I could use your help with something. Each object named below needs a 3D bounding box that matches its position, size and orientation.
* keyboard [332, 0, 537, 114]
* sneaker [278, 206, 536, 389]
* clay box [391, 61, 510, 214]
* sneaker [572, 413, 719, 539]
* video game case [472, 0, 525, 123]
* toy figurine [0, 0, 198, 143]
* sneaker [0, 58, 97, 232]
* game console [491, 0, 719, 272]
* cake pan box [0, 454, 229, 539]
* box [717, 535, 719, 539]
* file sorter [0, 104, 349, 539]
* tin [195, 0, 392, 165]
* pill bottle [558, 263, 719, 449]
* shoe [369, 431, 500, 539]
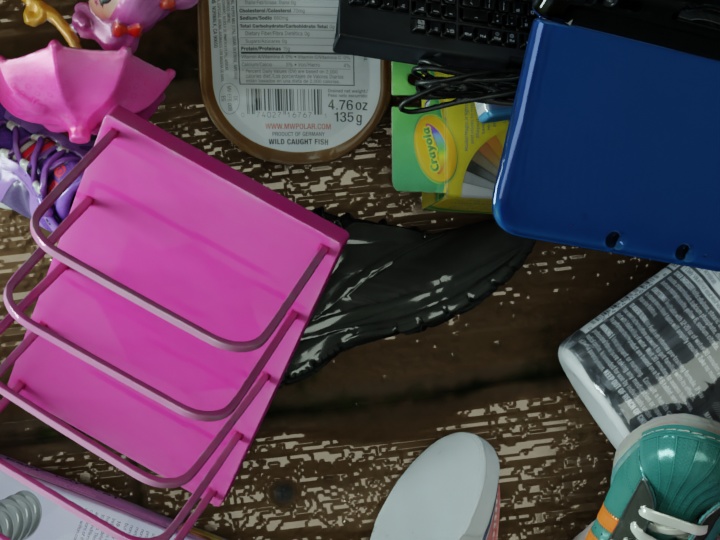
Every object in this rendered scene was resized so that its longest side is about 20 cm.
[{"bbox_3d":[0.086,-0.128,1.115,0.198,0.040,0.105,6,78,-15],"label":"keyboard"},{"bbox_3d":[0.000,0.000,1.194,0.199,0.076,0.091,-21,86,-3],"label":"sneaker"},{"bbox_3d":[0.107,-0.089,1.180,0.198,0.048,0.116,3,81,-15],"label":"clay box"},{"bbox_3d":[0.148,0.155,1.130,0.071,0.201,0.080,18,50,-2],"label":"sneaker"},{"bbox_3d":[0.110,-0.187,1.165,0.142,0.018,0.202,-9,81,-18],"label":"video game case"},{"bbox_3d":[-0.157,-0.163,1.141,0.200,0.150,0.184,-39,83,-5],"label":"toy figurine"},{"bbox_3d":[-0.171,-0.061,1.184,0.199,0.083,0.081,30,88,0],"label":"sneaker"},{"bbox_3d":[0.144,-0.105,1.108,0.199,0.171,0.119,10,129,-31],"label":"game console"},{"bbox_3d":[-0.181,0.216,1.198,0.183,0.052,0.201,19,89,1],"label":"cake pan box"},{"bbox_3d":[0.248,0.248,1.145,0.200,0.176,0.097,39,89,0],"label":"box"},{"bbox_3d":[-0.120,0.051,1.107,0.138,0.126,0.201,29,126,4],"label":"file sorter"},{"bbox_3d":[-0.034,-0.150,1.163,0.111,0.042,0.201,-1,120,-1],"label":"tin"},{"bbox_3d":[0.216,0.028,1.182,0.199,0.106,0.107,-35,90,-2],"label":"pill bottle"},{"bbox_3d":[0.048,0.197,1.199,0.091,0.071,0.201,38,62,-38],"label":"shoe"}]
